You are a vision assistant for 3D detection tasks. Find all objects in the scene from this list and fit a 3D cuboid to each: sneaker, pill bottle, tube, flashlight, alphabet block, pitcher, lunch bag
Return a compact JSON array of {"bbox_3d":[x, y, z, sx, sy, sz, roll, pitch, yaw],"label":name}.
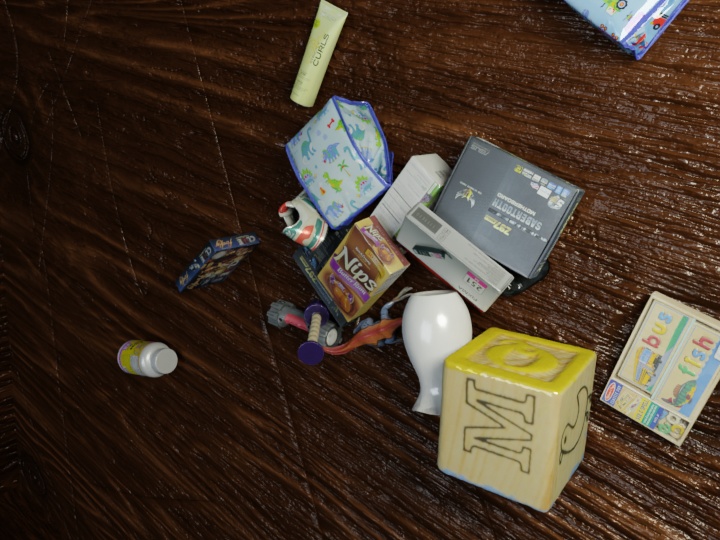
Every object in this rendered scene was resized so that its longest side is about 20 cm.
[{"bbox_3d":[-0.115,-0.134,1.276,0.070,0.093,0.200,-45,34,42],"label":"sneaker"},{"bbox_3d":[-0.635,0.265,1.882,0.199,0.104,0.105,-2,100,41],"label":"pill bottle"},{"bbox_3d":[-0.088,-0.432,1.259,0.058,0.052,0.200,20,116,-9],"label":"tube"},{"bbox_3d":[-0.132,0.126,1.429,0.199,0.068,0.068,14,113,37],"label":"flashlight"},{"bbox_3d":[0.254,0.230,1.027,0.196,0.195,0.201,11,110,32],"label":"alphabet block"},{"bbox_3d":[0.153,0.135,1.116,0.121,0.171,0.201,-1,96,42],"label":"pitcher"},{"bbox_3d":[0.379,-0.416,0.834,0.151,0.094,0.200,51,120,22],"label":"lunch bag"},{"bbox_3d":[-0.030,-0.204,1.214,0.170,0.127,0.201,-37,67,40],"label":"lunch bag"}]

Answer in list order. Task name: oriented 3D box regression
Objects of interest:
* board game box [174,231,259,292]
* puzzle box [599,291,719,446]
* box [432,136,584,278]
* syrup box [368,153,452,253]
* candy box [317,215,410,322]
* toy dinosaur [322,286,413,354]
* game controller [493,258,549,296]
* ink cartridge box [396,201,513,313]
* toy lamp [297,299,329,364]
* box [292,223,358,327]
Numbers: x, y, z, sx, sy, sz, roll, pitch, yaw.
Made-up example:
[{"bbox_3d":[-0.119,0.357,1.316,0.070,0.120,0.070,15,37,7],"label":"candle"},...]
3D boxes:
[{"bbox_3d":[-0.352,-0.020,1.537,0.200,0.135,0.035,-40,75,41],"label":"board game box"},{"bbox_3d":[0.460,0.147,0.941,0.133,0.025,0.201,31,120,32],"label":"puzzle box"},{"bbox_3d":[0.233,-0.104,1.019,0.200,0.051,0.158,34,111,24],"label":"box"},{"bbox_3d":[0.089,-0.115,1.163,0.082,0.079,0.200,50,128,19],"label":"syrup box"},{"bbox_3d":[0.000,0.000,1.193,0.117,0.056,0.200,55,141,13],"label":"candy box"},{"bbox_3d":[0.047,0.130,1.225,0.105,0.200,0.181,55,164,-3],"label":"toy dinosaur"},{"bbox_3d":[0.239,-0.057,1.081,0.104,0.042,0.200,-35,78,26],"label":"game controller"},{"bbox_3d":[0.148,-0.006,1.080,0.200,0.044,0.174,40,157,11],"label":"ink cartridge box"},{"bbox_3d":[-0.095,0.118,1.297,0.058,0.200,0.058,0,113,0],"label":"toy lamp"},{"bbox_3d":[-0.042,-0.005,1.326,0.200,0.051,0.158,54,129,16],"label":"box"}]
